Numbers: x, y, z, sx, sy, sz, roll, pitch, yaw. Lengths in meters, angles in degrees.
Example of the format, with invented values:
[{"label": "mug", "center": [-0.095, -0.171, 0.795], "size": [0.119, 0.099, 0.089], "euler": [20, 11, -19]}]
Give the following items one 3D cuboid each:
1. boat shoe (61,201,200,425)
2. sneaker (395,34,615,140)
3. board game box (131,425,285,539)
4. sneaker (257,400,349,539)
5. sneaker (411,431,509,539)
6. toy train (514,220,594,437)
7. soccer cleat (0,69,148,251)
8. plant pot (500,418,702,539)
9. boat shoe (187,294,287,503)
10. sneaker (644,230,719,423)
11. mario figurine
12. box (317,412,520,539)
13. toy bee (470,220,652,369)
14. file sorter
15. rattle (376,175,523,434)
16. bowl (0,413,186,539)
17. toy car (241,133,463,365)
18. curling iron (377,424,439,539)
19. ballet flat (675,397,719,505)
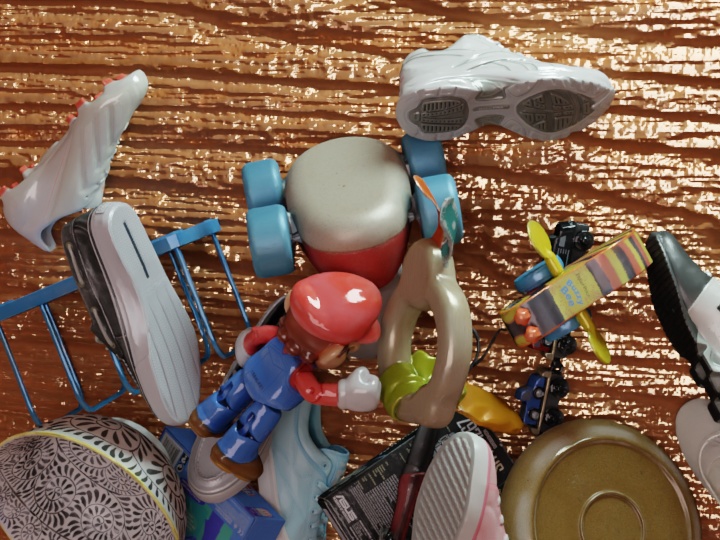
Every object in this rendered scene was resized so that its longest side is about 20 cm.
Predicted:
[{"label": "boat shoe", "center": [-0.198, 0.039, 1.512], "size": [0.070, 0.072, 0.202], "euler": [-14, 99, 32]}, {"label": "sneaker", "center": [0.127, -0.174, 1.558], "size": [0.197, 0.100, 0.078], "euler": [1, 139, -8]}, {"label": "board game box", "center": [-0.170, 0.271, 1.623], "size": [0.152, 0.045, 0.201], "euler": [39, 106, 38]}, {"label": "sneaker", "center": [-0.047, 0.199, 1.618], "size": [0.081, 0.074, 0.203], "euler": [-12, 91, 17]}, {"label": "sneaker", "center": [0.101, 0.240, 1.476], "size": [0.104, 0.075, 0.203], "euler": [11, 87, -32]}, {"label": "toy train", "center": [0.172, 0.054, 1.579], "size": [0.045, 0.034, 0.203], "euler": [8, 95, -7]}, {"label": "soccer cleat", "center": [-0.257, -0.105, 1.649], "size": [0.078, 0.069, 0.200], "euler": [46, 108, 0]}, {"label": "plant pot", "center": [0.216, 0.227, 1.533], "size": [0.197, 0.027, 0.203], "euler": [5, 73, -17]}, {"label": "boat shoe", "center": [-0.098, 0.112, 1.576], "size": [0.072, 0.069, 0.201], "euler": [27, 72, 29]}, {"label": "sneaker", "center": [0.320, 0.048, 1.541], "size": [0.088, 0.074, 0.202], "euler": [-25, 81, -10]}, {"label": "mario figurine", "center": [-0.048, 0.087, 1.488], "size": [0.123, 0.106, 0.200], "euler": [42, 107, -3]}, {"label": "box", "center": [0.081, 0.242, 1.564], "size": [0.163, 0.086, 0.201], "euler": [-33, 87, -9]}, {"label": "toy bee", "center": [0.167, 0.037, 1.510], "size": [0.130, 0.109, 0.201], "euler": [38, 95, -1]}, {"label": "file sorter", "center": [-0.215, 0.049, 1.613], "size": [0.198, 0.139, 0.124], "euler": [-22, 93, 12]}, {"label": "rattle", "center": [0.094, 0.032, 1.462], "size": [0.141, 0.130, 0.203], "euler": [8, 88, -12]}, {"label": "bowl", "center": [-0.228, 0.195, 1.574], "size": [0.198, 0.094, 0.203], "euler": [14, 131, 17]}, {"label": "toy car", "center": [0.000, 0.000, 1.577], "size": [0.182, 0.177, 0.202], "euler": [-10, 120, -1]}, {"label": "curling iron", "center": [0.046, 0.179, 1.502], "size": [0.025, 0.050, 0.202], "euler": [19, 71, 8]}, {"label": "ballet flat", "center": [0.345, 0.202, 1.542], "size": [0.069, 0.069, 0.201], "euler": [-31, 87, 12]}]
